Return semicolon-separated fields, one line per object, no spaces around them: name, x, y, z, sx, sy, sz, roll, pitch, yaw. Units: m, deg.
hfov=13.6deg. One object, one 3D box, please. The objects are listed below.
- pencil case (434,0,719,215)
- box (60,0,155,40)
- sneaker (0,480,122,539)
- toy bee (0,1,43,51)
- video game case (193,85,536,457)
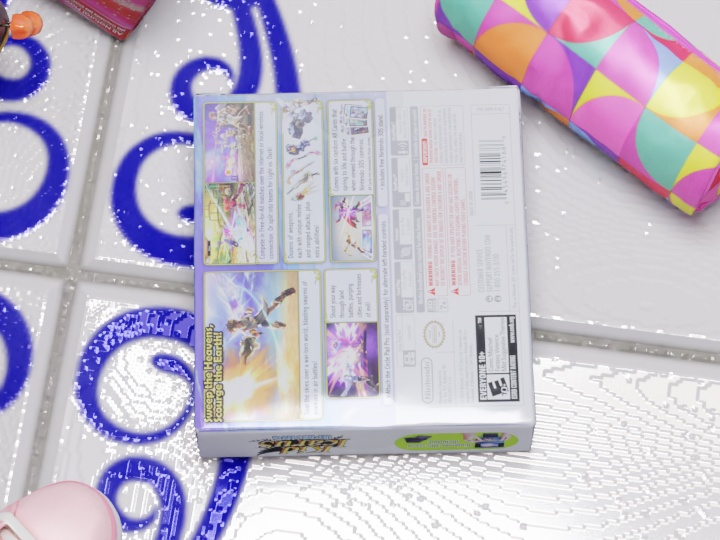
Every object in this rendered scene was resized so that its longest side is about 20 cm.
pencil case;0.137;-0.115;1.659;0.199;0.089;0.089;35;71;14
box;-0.179;-0.230;1.670;0.199;0.100;0.096;33;66;-7
sneaker;-0.202;0.171;1.527;0.200;0.105;0.075;-41;70;-17
toy bee;-0.230;-0.146;1.640;0.108;0.201;0.131;-14;29;12
video game case;0.000;0.000;1.630;0.180;0.046;0.201;-1;66;-1
